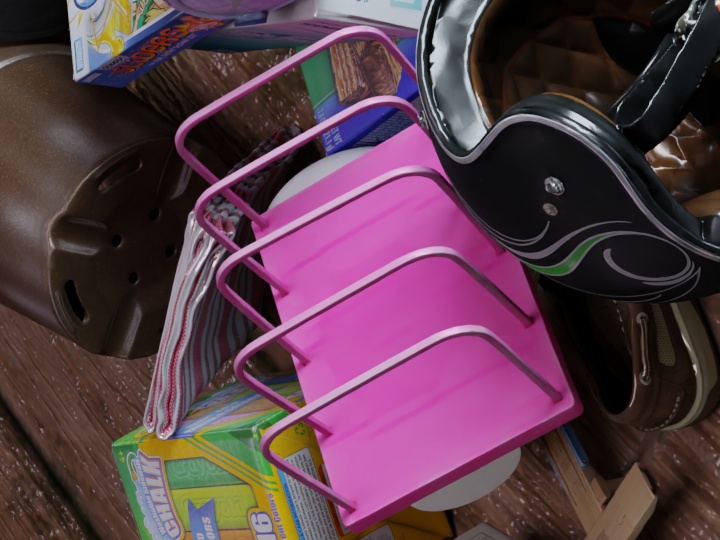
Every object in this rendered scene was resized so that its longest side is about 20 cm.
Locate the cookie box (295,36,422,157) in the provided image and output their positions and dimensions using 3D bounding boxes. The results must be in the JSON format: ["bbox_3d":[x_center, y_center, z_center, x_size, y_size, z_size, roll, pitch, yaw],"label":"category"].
[{"bbox_3d":[0.041,-0.181,1.145,0.200,0.075,0.173,-34,66,45],"label":"cookie box"}]

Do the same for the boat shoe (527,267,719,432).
[{"bbox_3d":[0.123,-0.010,1.066,0.075,0.074,0.204,-46,60,42],"label":"boat shoe"}]

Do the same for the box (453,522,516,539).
[{"bbox_3d":[0.095,0.217,1.073,0.200,0.094,0.078,25,138,57],"label":"box"}]

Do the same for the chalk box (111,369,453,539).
[{"bbox_3d":[-0.065,0.139,1.250,0.199,0.123,0.126,-13,99,49],"label":"chalk box"}]

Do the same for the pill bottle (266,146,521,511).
[{"bbox_3d":[0.022,0.035,1.143,0.111,0.110,0.201,-55,44,37],"label":"pill bottle"}]

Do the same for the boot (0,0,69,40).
[{"bbox_3d":[-0.237,-0.254,1.392,0.200,0.187,0.069,44,157,36],"label":"boot"}]

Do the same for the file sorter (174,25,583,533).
[{"bbox_3d":[0.000,0.000,1.026,0.138,0.125,0.201,-29,56,15],"label":"file sorter"}]

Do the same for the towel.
[{"bbox_3d":[-0.079,0.004,1.247,0.030,0.200,0.148,18,113,8],"label":"towel"}]

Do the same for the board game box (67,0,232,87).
[{"bbox_3d":[-0.122,-0.220,1.125,0.135,0.034,0.202,-23,70,48],"label":"board game box"}]

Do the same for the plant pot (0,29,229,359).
[{"bbox_3d":[-0.191,-0.044,1.338,0.198,0.199,0.202,30,116,45],"label":"plant pot"}]

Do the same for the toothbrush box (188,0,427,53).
[{"bbox_3d":[-0.050,-0.203,1.129,0.199,0.085,0.148,1,89,52],"label":"toothbrush box"}]

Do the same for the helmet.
[{"bbox_3d":[0.127,-0.080,0.962,0.190,0.198,0.202,7,99,63],"label":"helmet"}]

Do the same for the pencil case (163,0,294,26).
[{"bbox_3d":[-0.070,-0.231,1.021,0.090,0.083,0.202,-10,77,13],"label":"pencil case"}]

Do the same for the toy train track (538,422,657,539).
[{"bbox_3d":[0.129,0.111,1.109,0.201,0.032,0.115,64,148,31],"label":"toy train track"}]
